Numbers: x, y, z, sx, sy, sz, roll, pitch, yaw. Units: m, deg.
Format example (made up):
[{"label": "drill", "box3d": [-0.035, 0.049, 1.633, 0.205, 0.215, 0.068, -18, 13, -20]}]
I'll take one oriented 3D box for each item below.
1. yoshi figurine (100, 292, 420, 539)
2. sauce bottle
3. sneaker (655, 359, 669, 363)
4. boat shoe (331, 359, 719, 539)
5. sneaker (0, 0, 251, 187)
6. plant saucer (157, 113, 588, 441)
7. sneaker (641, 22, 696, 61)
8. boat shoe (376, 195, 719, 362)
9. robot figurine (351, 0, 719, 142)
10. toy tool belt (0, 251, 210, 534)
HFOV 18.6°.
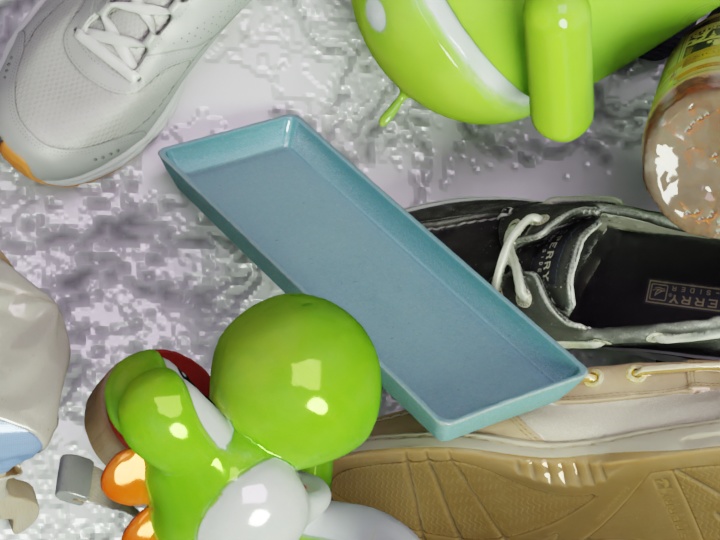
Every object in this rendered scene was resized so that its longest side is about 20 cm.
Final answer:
[{"label": "yoshi figurine", "box3d": [-0.002, 0.085, 0.785, 0.200, 0.112, 0.112, 48, 50, -30]}, {"label": "sauce bottle", "box3d": [0.151, -0.071, 0.896, 0.066, 0.200, 0.066, 3, 111, 9]}, {"label": "sneaker", "box3d": [0.187, 0.056, 0.902, 0.115, 0.076, 0.201, -19, 78, 1]}, {"label": "boat shoe", "box3d": [0.081, 0.071, 0.863, 0.199, 0.074, 0.069, -3, 40, 20]}, {"label": "sneaker", "box3d": [-0.076, -0.121, 0.893, 0.076, 0.092, 0.200, 40, 69, 0]}, {"label": "plant saucer", "box3d": [0.000, 0.000, 0.855, 0.070, 0.019, 0.200, -17, 41, -31]}, {"label": "sneaker", "box3d": [0.126, -0.193, 0.992, 0.082, 0.070, 0.201, 8, 82, 33]}, {"label": "boat shoe", "box3d": [0.080, -0.001, 0.874, 0.199, 0.064, 0.071, 3, 73, 18]}, {"label": "robot figurine", "box3d": [0.081, -0.135, 0.898, 0.116, 0.199, 0.176, 34, 36, -43]}, {"label": "toy tool belt", "box3d": [-0.164, 0.051, 0.823, 0.199, 0.123, 0.125, 18, 55, -22]}]
